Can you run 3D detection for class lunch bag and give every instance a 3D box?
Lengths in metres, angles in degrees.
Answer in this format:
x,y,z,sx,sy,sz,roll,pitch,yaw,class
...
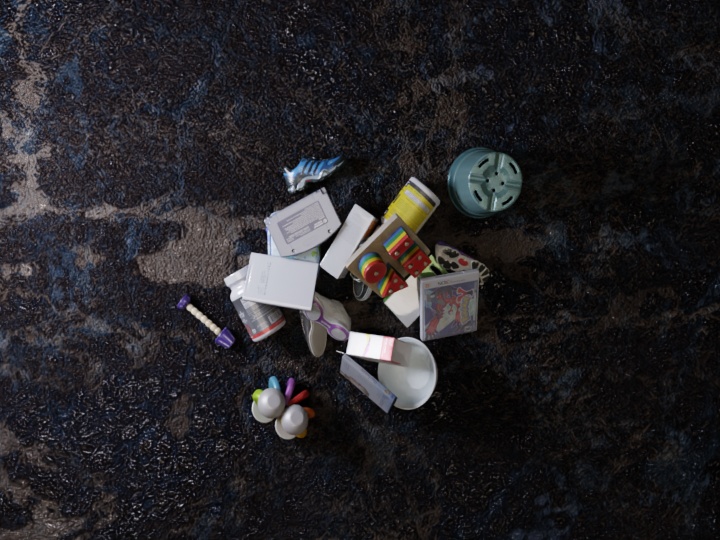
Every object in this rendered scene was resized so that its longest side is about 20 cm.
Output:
x,y,z,sx,sy,sz,roll,pitch,yaw,class
-0.194,-0.074,1.592,0.154,0.083,0.209,-1,98,-1,lunch bag

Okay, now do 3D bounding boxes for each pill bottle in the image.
x,y,z,sx,sy,sz,roll,pitch,yaw,class
0.128,-0.153,1.566,0.113,0.114,0.202,38,96,-5,pill bottle
-0.310,0.092,1.598,0.113,0.116,0.205,-27,96,4,pill bottle

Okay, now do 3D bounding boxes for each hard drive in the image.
x,y,z,sx,sy,sz,roll,pitch,yaw,class
-0.222,0.032,1.533,0.192,0.025,0.137,9,75,-1,hard drive

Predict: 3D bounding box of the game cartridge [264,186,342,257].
x,y,z,sx,sy,sz,roll,pitch,yaw,class
-0.156,-0.126,1.528,0.195,0.041,0.137,-27,89,0,game cartridge

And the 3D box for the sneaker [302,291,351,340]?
x,y,z,sx,sy,sz,roll,pitch,yaw,class
-0.102,0.116,1.607,0.074,0.101,0.200,-32,114,31,sneaker

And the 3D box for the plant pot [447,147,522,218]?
x,y,z,sx,sy,sz,roll,pitch,yaw,class
0.352,-0.243,1.514,0.192,0.196,0.209,0,98,-1,plant pot

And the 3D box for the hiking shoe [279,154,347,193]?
x,y,z,sx,sy,sz,roll,pitch,yaw,class
-0.133,-0.296,1.567,0.194,0.074,0.089,-25,98,3,hiking shoe

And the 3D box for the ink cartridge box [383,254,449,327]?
x,y,z,sx,sy,sz,roll,pitch,yaw,class
0.170,0.057,1.620,0.104,0.059,0.200,43,96,-7,ink cartridge box

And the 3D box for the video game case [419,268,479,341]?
x,y,z,sx,sy,sz,roll,pitch,yaw,class
0.259,0.103,1.597,0.175,0.023,0.207,-9,119,-9,video game case

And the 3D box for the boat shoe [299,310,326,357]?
x,y,z,sx,sy,sz,roll,pitch,yaw,class
-0.146,0.155,1.643,0.065,0.056,0.208,-16,103,-34,boat shoe

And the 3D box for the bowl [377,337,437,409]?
x,y,z,sx,sy,sz,roll,pitch,yaw,class
0.154,0.304,1.619,0.195,0.089,0.210,-7,78,34,bowl

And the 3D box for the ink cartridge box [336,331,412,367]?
x,y,z,sx,sy,sz,roll,pitch,yaw,class
0.038,0.226,1.587,0.194,0.116,0.070,3,75,34,ink cartridge box

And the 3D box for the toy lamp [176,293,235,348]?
x,y,z,sx,sy,sz,roll,pitch,yaw,class
-0.458,0.156,1.637,0.199,0.058,0.059,42,96,-2,toy lamp

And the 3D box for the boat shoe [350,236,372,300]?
x,y,z,sx,sy,sz,roll,pitch,yaw,class
0.000,0.000,1.581,0.071,0.070,0.207,28,123,33,boat shoe

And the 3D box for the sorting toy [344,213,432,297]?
x,y,z,sx,sy,sz,roll,pitch,yaw,class
0.089,-0.020,1.515,0.198,0.070,0.199,-43,136,9,sorting toy

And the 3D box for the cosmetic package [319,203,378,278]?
x,y,z,sx,sy,sz,roll,pitch,yaw,class
-0.031,-0.082,1.577,0.070,0.101,0.204,33,97,8,cosmetic package

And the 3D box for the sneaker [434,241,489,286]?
x,y,z,sx,sy,sz,roll,pitch,yaw,class
0.299,-0.027,1.606,0.197,0.084,0.081,34,113,-20,sneaker

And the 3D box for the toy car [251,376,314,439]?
x,y,z,sx,sy,sz,roll,pitch,yaw,class
-0.223,0.398,1.631,0.197,0.175,0.152,35,62,-4,toy car

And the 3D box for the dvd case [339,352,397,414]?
x,y,z,sx,sy,sz,roll,pitch,yaw,class
0.019,0.333,1.597,0.198,0.144,0.018,38,64,14,dvd case
